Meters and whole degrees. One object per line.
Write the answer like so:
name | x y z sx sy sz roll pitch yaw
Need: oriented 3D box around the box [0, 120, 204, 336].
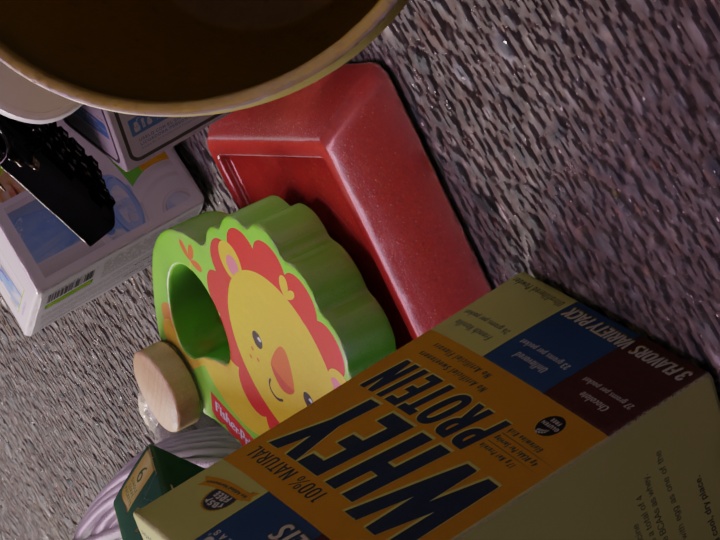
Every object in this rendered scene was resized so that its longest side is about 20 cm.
box | -0.189 -0.084 1.444 0.200 0.112 0.101 57 163 7

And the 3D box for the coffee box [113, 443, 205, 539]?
coffee box | -0.027 0.168 1.304 0.200 0.044 0.123 27 -164 -23

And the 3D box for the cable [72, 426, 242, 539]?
cable | -0.067 0.184 1.444 0.200 0.069 0.200 -35 103 28

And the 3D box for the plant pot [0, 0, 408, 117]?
plant pot | -0.050 -0.147 0.928 0.200 0.200 0.142 56 -174 9

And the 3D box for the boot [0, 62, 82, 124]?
boot | -0.169 -0.144 1.040 0.200 0.073 0.096 59 172 2

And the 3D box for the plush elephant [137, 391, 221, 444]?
plush elephant | -0.113 0.185 1.585 0.200 0.155 0.165 25 141 60

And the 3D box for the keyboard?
keyboard | -0.162 -0.087 1.094 0.200 0.040 0.104 44 -163 -36

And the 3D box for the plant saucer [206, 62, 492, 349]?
plant saucer | 0.000 0.000 1.210 0.200 0.037 0.200 64 161 -13

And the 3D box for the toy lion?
toy lion | -0.041 0.039 1.236 0.200 0.069 0.192 44 149 39

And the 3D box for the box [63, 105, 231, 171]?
box | -0.095 -0.157 1.091 0.060 0.116 0.200 38 151 47

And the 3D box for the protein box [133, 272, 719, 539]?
protein box | 0.050 0.147 1.046 0.135 0.200 0.199 30 146 55
